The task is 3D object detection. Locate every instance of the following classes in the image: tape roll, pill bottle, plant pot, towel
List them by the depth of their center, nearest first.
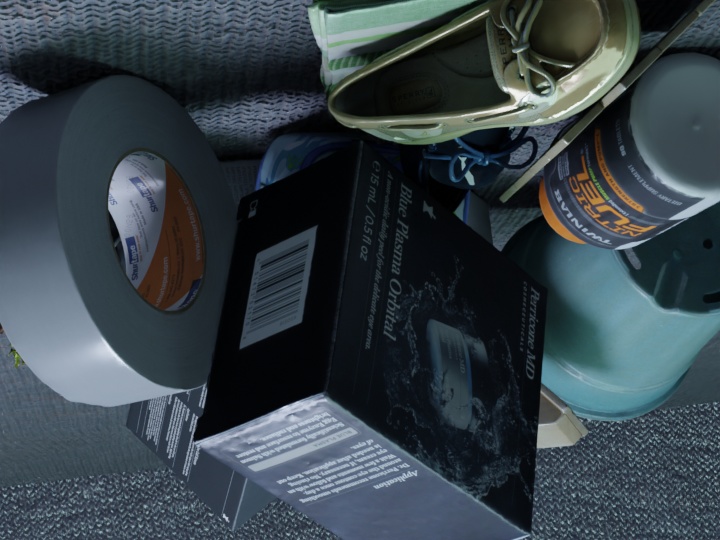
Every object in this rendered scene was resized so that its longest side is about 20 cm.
[{"bbox_3d":[0.046,-0.142,1.198,0.152,0.023,0.200,-8,167,-1],"label":"towel"},{"bbox_3d":[-0.152,-0.018,1.219,0.066,0.201,0.200,-13,168,28],"label":"tape roll"},{"bbox_3d":[0.199,-0.077,1.401,0.106,0.107,0.200,-4,168,-19],"label":"pill bottle"},{"bbox_3d":[0.236,0.002,1.645,0.200,0.201,0.196,-3,159,-20],"label":"plant pot"}]

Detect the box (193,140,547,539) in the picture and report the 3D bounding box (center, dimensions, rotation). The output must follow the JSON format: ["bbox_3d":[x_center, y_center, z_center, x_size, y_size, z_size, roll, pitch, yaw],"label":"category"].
[{"bbox_3d":[0.014,0.059,1.260,0.117,0.197,0.200,-23,134,36],"label":"box"}]

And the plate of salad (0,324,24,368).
[{"bbox_3d":[-0.258,0.014,1.400,0.048,0.200,0.200,-47,-178,-20],"label":"plate of salad"}]

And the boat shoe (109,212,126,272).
[{"bbox_3d":[-0.152,-0.018,1.348,0.074,0.066,0.199,-37,125,4],"label":"boat shoe"}]

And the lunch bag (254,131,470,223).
[{"bbox_3d":[0.000,0.000,1.410,0.160,0.201,0.082,2,-172,-36],"label":"lunch bag"}]

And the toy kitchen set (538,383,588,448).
[{"bbox_3d":[0.069,0.145,1.623,0.181,0.163,0.200,-48,150,-4],"label":"toy kitchen set"}]

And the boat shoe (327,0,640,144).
[{"bbox_3d":[0.070,-0.117,1.117,0.200,0.073,0.063,-11,174,43],"label":"boat shoe"}]

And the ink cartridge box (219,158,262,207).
[{"bbox_3d":[-0.151,-0.025,1.480,0.199,0.086,0.148,-3,167,-16],"label":"ink cartridge box"}]

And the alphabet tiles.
[{"bbox_3d":[0.159,-0.113,1.194,0.166,0.006,0.200,-44,179,-18],"label":"alphabet tiles"}]

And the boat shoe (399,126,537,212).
[{"bbox_3d":[0.076,-0.084,1.259,0.084,0.069,0.200,-8,167,-7],"label":"boat shoe"}]

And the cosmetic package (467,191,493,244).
[{"bbox_3d":[0.039,-0.031,1.606,0.101,0.072,0.200,-11,169,16],"label":"cosmetic package"}]

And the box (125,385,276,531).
[{"bbox_3d":[-0.113,0.100,1.625,0.079,0.141,0.200,-31,154,-34],"label":"box"}]
